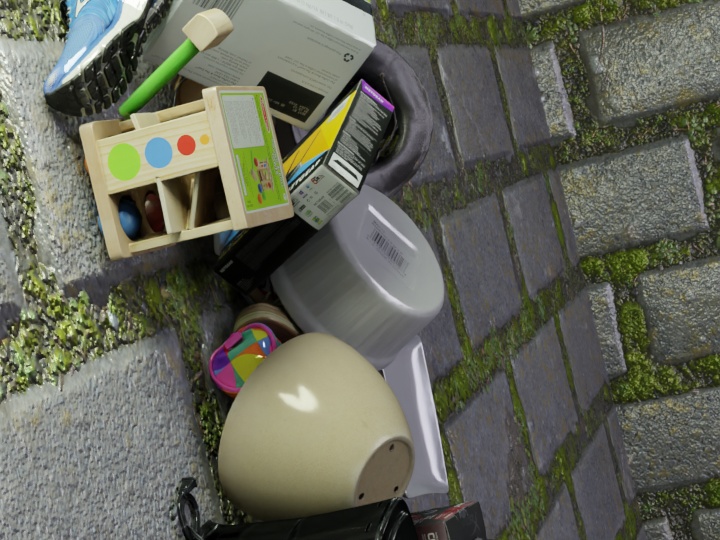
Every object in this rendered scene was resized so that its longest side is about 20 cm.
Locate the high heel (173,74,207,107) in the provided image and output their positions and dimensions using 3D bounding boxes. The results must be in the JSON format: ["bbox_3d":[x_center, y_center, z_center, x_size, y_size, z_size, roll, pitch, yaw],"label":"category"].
[{"bbox_3d":[-0.171,-0.158,1.543,0.142,0.071,0.202,7,80,-77],"label":"high heel"}]

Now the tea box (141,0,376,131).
[{"bbox_3d":[-0.106,-0.282,1.551,0.199,0.134,0.198,21,39,-27],"label":"tea box"}]

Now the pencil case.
[{"bbox_3d":[-0.082,0.130,1.600,0.200,0.088,0.089,52,31,-53],"label":"pencil case"}]

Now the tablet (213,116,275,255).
[{"bbox_3d":[-0.121,-0.126,1.606,0.201,0.014,0.131,-71,168,-45],"label":"tablet"}]

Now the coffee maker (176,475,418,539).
[{"bbox_3d":[-0.051,0.279,1.411,0.135,0.198,0.193,-81,152,-49],"label":"coffee maker"}]

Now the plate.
[{"bbox_3d":[0.052,0.173,1.828,0.199,0.032,0.202,17,62,-71],"label":"plate"}]

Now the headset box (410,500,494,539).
[{"bbox_3d":[0.047,0.312,1.675,0.149,0.198,0.076,-1,79,-72],"label":"headset box"}]

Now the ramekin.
[{"bbox_3d":[0.000,0.000,1.654,0.200,0.098,0.201,35,32,-26],"label":"ramekin"}]

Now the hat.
[{"bbox_3d":[-0.016,-0.174,1.732,0.199,0.081,0.203,-4,97,-35],"label":"hat"}]

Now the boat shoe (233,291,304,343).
[{"bbox_3d":[-0.088,0.070,1.654,0.200,0.073,0.063,50,25,-64],"label":"boat shoe"}]

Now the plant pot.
[{"bbox_3d":[-0.025,0.179,1.512,0.200,0.134,0.202,-27,129,-39],"label":"plant pot"}]

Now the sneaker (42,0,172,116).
[{"bbox_3d":[-0.244,-0.222,1.393,0.079,0.088,0.201,94,16,-53],"label":"sneaker"}]

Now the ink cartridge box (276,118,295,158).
[{"bbox_3d":[-0.074,-0.220,1.850,0.201,0.087,0.146,-70,143,-54],"label":"ink cartridge box"}]

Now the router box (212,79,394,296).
[{"bbox_3d":[-0.058,-0.082,1.534,0.051,0.200,0.150,38,40,-14],"label":"router box"}]

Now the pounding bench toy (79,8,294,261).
[{"bbox_3d":[-0.173,-0.125,1.389,0.124,0.155,0.202,-23,101,-71],"label":"pounding bench toy"}]

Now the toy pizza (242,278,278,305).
[{"bbox_3d":[-0.109,-0.046,1.719,0.200,0.031,0.202,-13,90,-71],"label":"toy pizza"}]
